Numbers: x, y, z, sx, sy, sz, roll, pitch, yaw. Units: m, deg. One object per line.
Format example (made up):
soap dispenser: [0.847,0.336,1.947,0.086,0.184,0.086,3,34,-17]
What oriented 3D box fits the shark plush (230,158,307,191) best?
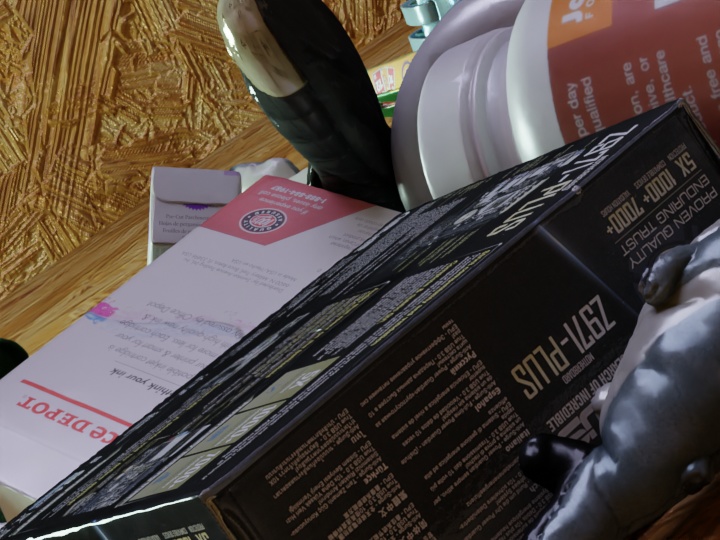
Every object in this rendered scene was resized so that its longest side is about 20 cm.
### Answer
shark plush: [0.009,-0.029,1.235,0.200,0.083,0.091,-33,42,26]

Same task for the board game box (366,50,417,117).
board game box: [0.091,-0.092,1.182,0.200,0.030,0.095,-8,-3,-29]

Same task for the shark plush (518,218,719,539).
shark plush: [0.107,0.019,0.641,0.200,0.091,0.083,-30,37,-16]

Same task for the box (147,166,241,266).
box: [-0.079,0.018,1.144,0.041,0.039,0.200,1,-27,-5]

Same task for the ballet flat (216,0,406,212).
ballet flat: [-0.018,-0.050,0.941,0.057,0.067,0.200,-15,-26,10]

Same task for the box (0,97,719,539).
box: [0.010,0.052,0.736,0.200,0.086,0.164,-39,9,-31]

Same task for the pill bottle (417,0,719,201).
pill bottle: [0.120,-0.062,0.806,0.200,0.112,0.112,-18,16,37]

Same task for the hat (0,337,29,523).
hat: [-0.093,0.126,0.960,0.166,0.176,0.200,-44,-27,-63]

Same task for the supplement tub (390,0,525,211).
supplement tub: [0.091,-0.070,0.996,0.132,0.132,0.200,-31,9,19]

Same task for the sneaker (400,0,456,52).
sneaker: [0.040,-0.096,1.373,0.200,0.131,0.080,-32,9,17]

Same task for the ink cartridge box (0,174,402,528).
ink cartridge box: [-0.053,0.056,0.871,0.116,0.068,0.200,18,47,42]
